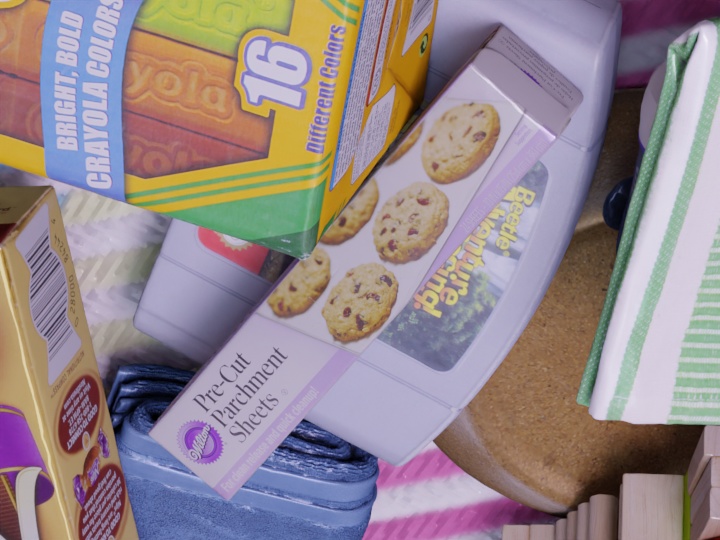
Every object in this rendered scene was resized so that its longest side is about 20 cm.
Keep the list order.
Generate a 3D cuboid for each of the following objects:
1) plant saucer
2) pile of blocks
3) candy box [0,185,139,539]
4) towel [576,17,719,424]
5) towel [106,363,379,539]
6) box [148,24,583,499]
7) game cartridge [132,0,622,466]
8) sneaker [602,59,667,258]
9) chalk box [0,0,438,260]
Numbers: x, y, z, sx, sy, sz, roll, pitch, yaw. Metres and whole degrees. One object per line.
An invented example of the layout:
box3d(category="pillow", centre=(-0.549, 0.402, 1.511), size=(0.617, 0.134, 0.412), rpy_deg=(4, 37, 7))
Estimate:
box3d(category="plant saucer", centre=(0.108, 0.027, 1.105), size=(0.199, 0.036, 0.201), rpy_deg=(0, 124, 0))
box3d(category="pile of blocks", centre=(0.117, 0.115, 1.095), size=(0.082, 0.062, 0.200), rpy_deg=(15, 156, -24))
box3d(category="candy box", centre=(-0.151, 0.071, 1.093), size=(0.116, 0.057, 0.201), rpy_deg=(-2, 117, 20))
box3d(category="towel", centre=(0.179, -0.012, 0.970), size=(0.199, 0.023, 0.153), rpy_deg=(2, 117, -20))
box3d(category="towel", centre=(-0.069, 0.131, 1.169), size=(0.111, 0.049, 0.201), rpy_deg=(16, 121, -8))
box3d(category="box", centre=(0.000, 0.000, 1.022), size=(0.041, 0.039, 0.200), rpy_deg=(41, 121, -2))
box3d(category="game cartridge", centre=(0.009, -0.029, 1.047), size=(0.133, 0.041, 0.201), rpy_deg=(25, 121, 2))
box3d(category="sneaker", centre=(0.181, -0.016, 1.032), size=(0.199, 0.081, 0.147), rpy_deg=(-13, 126, -18))
box3d(category="chalk box", centre=(-0.080, -0.108, 0.945), size=(0.199, 0.124, 0.125), rpy_deg=(16, 120, 11))
